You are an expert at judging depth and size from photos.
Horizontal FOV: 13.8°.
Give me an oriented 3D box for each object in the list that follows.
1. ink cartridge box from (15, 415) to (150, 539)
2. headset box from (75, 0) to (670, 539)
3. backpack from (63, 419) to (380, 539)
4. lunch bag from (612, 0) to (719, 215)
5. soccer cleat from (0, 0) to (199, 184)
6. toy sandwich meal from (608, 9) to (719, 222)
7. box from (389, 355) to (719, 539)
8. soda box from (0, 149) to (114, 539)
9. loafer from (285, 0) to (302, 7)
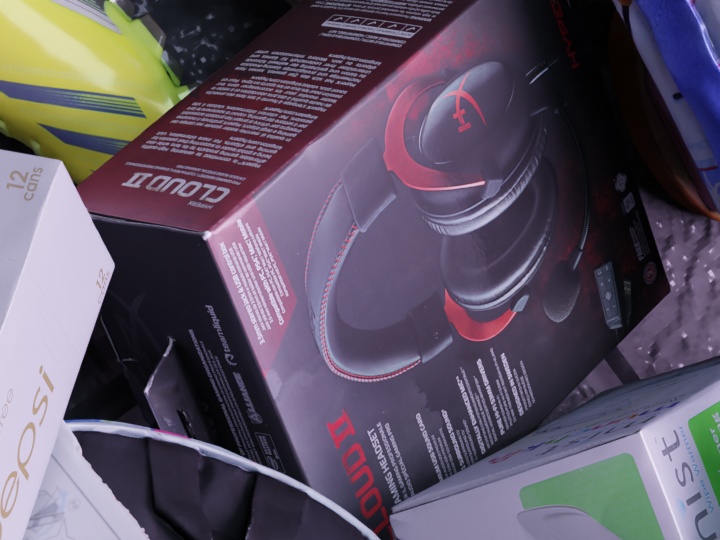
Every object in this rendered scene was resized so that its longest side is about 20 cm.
[{"bbox_3d":[-0.152,0.084,0.821,0.162,0.057,0.200,-39,65,-8],"label":"ink cartridge box"},{"bbox_3d":[0.000,0.000,0.971,0.200,0.075,0.149,-42,125,-33],"label":"headset box"},{"bbox_3d":[-0.072,0.152,0.862,0.177,0.151,0.201,19,61,-12],"label":"backpack"},{"bbox_3d":[0.155,-0.077,0.966,0.160,0.075,0.200,-43,108,-45],"label":"lunch bag"},{"bbox_3d":[-0.112,-0.070,0.997,0.084,0.065,0.200,-39,96,-3],"label":"soccer cleat"},{"bbox_3d":[0.175,-0.114,1.093,0.205,0.070,0.206,-18,124,-30],"label":"toy sandwich meal"},{"bbox_3d":[0.113,0.137,0.942,0.176,0.096,0.201,-18,88,-63],"label":"box"},{"bbox_3d":[-0.128,0.066,0.760,0.068,0.064,0.201,10,66,15],"label":"soda box"},{"bbox_3d":[-0.073,-0.159,1.045,0.063,0.072,0.200,-33,81,-16],"label":"loafer"}]
